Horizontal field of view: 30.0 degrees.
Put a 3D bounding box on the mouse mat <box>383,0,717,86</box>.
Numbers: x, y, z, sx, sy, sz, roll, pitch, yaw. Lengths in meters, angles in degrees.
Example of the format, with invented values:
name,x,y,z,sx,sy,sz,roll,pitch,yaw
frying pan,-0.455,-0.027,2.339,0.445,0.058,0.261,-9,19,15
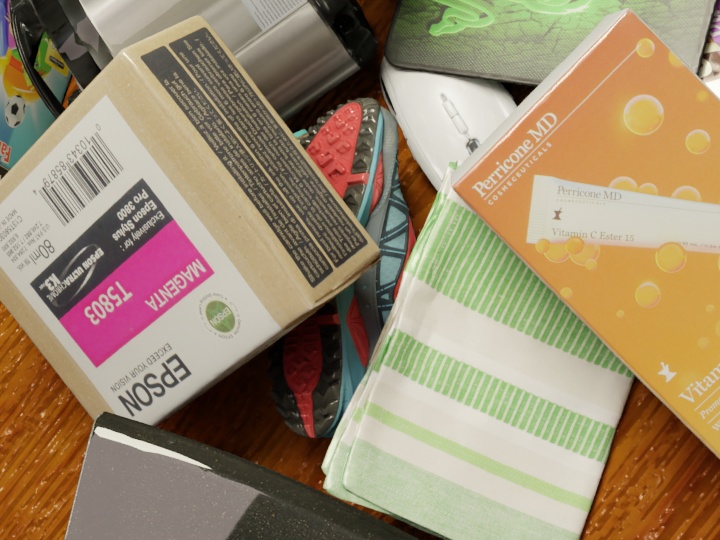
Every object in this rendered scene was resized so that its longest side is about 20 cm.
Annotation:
name,x,y,z,sx,sy,sz,roll,pitch,yaw
mouse mat,0.119,-0.185,0.801,0.199,0.008,0.162,12,81,29

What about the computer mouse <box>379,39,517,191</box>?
name,x,y,z,sx,sy,sz,roll,pitch,yaw
computer mouse,0.066,-0.077,0.825,0.109,0.044,0.200,-34,66,9

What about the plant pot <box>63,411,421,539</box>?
name,x,y,z,sx,sy,sz,roll,pitch,yaw
plant pot,-0.051,0.202,0.712,0.177,0.200,0.201,10,77,11

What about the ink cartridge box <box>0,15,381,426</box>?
name,x,y,z,sx,sy,sz,roll,pitch,yaw
ink cartridge box,-0.113,-0.014,0.746,0.200,0.075,0.165,-37,91,39

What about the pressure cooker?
name,x,y,z,sx,sy,sz,roll,pitch,yaw
pressure cooker,-0.112,-0.155,0.840,0.200,0.179,0.176,-35,69,6

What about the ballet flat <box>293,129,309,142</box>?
name,x,y,z,sx,sy,sz,roll,pitch,yaw
ballet flat,-0.092,-0.007,0.856,0.200,0.072,0.072,-36,66,13

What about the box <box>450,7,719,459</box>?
name,x,y,z,sx,sy,sz,roll,pitch,yaw
box,0.159,-0.020,0.696,0.200,0.097,0.124,44,99,-2

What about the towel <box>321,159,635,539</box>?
name,x,y,z,sx,sy,sz,roll,pitch,yaw
towel,0.080,0.056,0.755,0.152,0.023,0.201,23,81,-7

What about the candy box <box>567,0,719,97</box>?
name,x,y,z,sx,sy,sz,roll,pitch,yaw
candy box,0.187,-0.143,0.795,0.116,0.056,0.201,-14,69,16

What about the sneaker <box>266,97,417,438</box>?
name,x,y,z,sx,sy,sz,roll,pitch,yaw
sneaker,0.000,0.000,0.803,0.079,0.095,0.201,3,84,46

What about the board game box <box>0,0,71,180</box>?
name,x,y,z,sx,sy,sz,roll,pitch,yaw
board game box,-0.258,-0.137,0.902,0.047,0.151,0.201,12,79,22
